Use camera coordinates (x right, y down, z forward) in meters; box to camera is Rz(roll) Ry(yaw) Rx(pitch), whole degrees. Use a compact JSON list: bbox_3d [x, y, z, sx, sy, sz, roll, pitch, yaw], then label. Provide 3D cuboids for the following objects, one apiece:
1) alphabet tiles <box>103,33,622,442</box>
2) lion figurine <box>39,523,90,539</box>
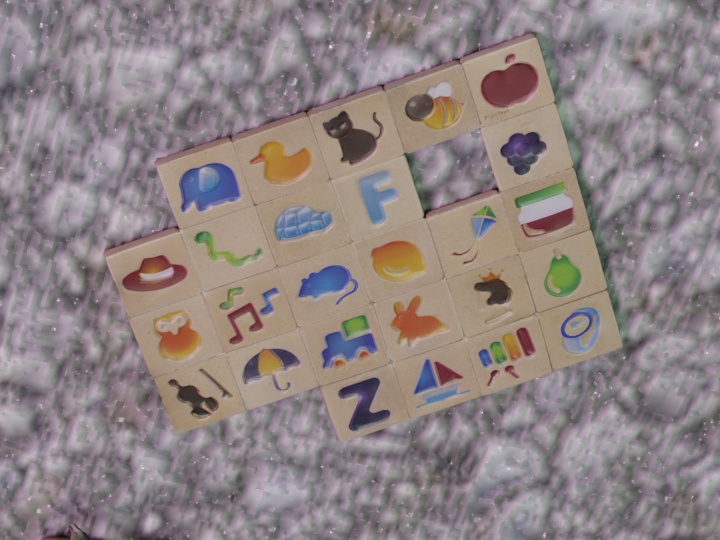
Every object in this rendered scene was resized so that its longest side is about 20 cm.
[{"bbox_3d":[0.000,0.000,1.221,0.200,0.008,0.167,-18,125,0],"label":"alphabet tiles"},{"bbox_3d":[-0.091,0.199,1.292,0.122,0.072,0.200,1,118,-21],"label":"lion figurine"}]
